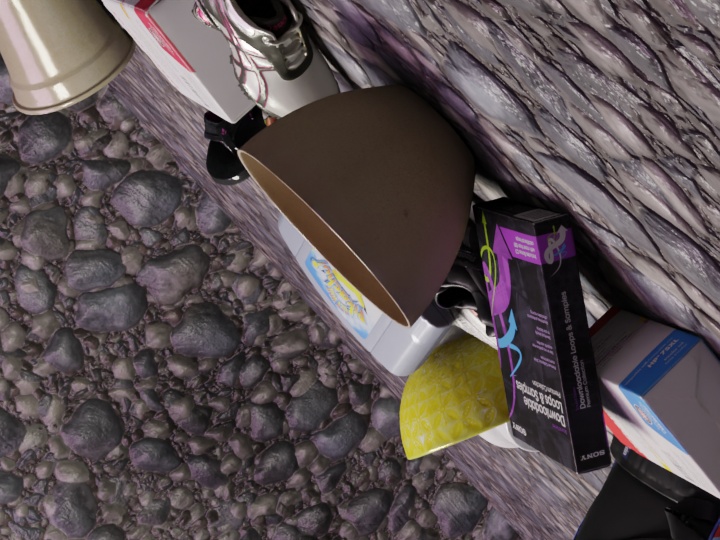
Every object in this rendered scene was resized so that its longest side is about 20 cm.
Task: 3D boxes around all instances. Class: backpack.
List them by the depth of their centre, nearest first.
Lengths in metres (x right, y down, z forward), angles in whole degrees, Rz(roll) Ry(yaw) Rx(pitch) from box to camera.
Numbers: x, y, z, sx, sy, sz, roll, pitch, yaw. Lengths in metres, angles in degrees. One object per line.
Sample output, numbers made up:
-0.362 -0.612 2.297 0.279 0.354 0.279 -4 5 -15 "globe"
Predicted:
0.271 0.230 1.542 0.153 0.201 0.190 27 169 -15 "backpack"

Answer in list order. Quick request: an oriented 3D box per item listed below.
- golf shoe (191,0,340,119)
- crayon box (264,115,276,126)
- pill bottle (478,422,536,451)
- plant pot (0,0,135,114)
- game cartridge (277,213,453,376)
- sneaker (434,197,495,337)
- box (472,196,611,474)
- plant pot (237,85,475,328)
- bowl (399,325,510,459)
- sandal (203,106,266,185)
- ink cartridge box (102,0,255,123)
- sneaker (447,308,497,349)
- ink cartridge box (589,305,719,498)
-0.078 -0.197 1.600 0.200 0.077 0.088 48 166 -28 "golf shoe"
-0.052 -0.073 1.959 0.127 0.050 0.202 179 72 -81 "crayon box"
0.149 0.124 1.968 0.112 0.111 0.200 48 174 -24 "pill bottle"
-0.449 -0.355 2.610 0.200 0.200 0.184 37 159 54 "plant pot"
0.000 0.000 1.695 0.200 0.040 0.134 51 155 12 "game cartridge"
0.081 -0.018 1.617 0.200 0.088 0.076 41 173 40 "sneaker"
0.141 0.049 1.453 0.143 0.036 0.202 -156 53 -73 "box"
0.015 -0.072 1.494 0.200 0.134 0.200 44 174 6 "plant pot"
0.117 0.094 1.761 0.200 0.199 0.108 113 134 -83 "bowl"
-0.135 -0.159 1.891 0.048 0.075 0.201 46 -157 -34 "sandal"
-0.171 -0.242 1.859 0.148 0.086 0.200 50 174 -25 "ink cartridge box"
0.090 0.015 1.692 0.200 0.078 0.083 40 143 22 "sneaker"
0.233 0.098 1.444 0.116 0.067 0.200 49 173 -17 "ink cartridge box"
